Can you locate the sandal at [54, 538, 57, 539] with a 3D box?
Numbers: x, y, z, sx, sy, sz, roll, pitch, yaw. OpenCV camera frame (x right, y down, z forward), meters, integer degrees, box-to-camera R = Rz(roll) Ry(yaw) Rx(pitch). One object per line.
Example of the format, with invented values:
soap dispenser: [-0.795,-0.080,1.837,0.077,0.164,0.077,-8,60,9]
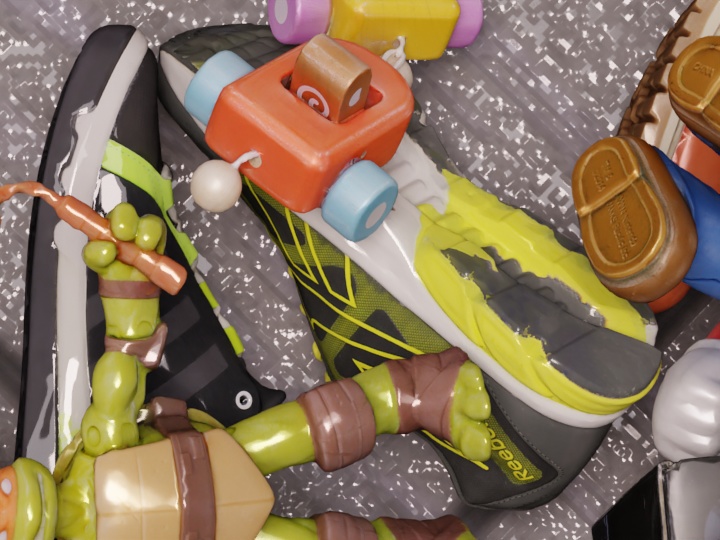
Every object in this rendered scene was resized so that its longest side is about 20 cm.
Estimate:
sandal: [-0.024,0.132,0.884,0.199,0.045,0.076,16,88,-20]

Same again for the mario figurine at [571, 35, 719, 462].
mario figurine: [0.156,0.010,0.873,0.123,0.200,0.107,-16,60,36]

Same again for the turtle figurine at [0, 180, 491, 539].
turtle figurine: [-0.045,0.076,0.841,0.160,0.064,0.201,-1,86,-18]

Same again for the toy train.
toy train: [-0.039,-0.101,0.903,0.200,0.056,0.150,41,41,20]

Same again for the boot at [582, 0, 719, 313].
boot: [0.146,-0.058,0.941,0.107,0.075,0.201,31,79,-2]

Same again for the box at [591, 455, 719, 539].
box: [0.177,0.100,0.864,0.199,0.164,0.087,-4,79,-2]

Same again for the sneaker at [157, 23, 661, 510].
sneaker: [0.000,0.000,0.922,0.200,0.085,0.074,43,38,25]

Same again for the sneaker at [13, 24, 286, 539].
sneaker: [-0.064,0.025,0.922,0.082,0.072,0.201,4,90,-9]
